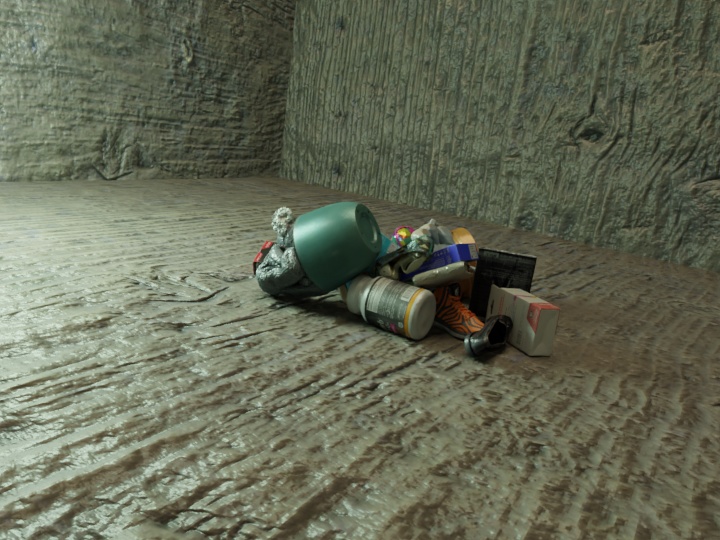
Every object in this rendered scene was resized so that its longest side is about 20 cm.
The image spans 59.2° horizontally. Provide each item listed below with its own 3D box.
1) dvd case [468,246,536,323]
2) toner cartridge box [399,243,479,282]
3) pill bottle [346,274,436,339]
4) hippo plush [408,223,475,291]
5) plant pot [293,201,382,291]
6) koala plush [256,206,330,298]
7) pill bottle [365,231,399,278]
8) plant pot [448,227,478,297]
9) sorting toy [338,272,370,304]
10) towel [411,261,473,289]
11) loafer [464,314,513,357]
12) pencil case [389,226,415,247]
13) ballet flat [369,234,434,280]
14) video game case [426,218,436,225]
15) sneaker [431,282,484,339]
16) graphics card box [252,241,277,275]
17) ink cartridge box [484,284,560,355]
[{"bbox_3d":[0.357,0.049,1.616,0.144,0.205,0.016,10,20,10],"label":"dvd case"},{"bbox_3d":[0.184,-0.017,1.564,0.197,0.044,0.094,-21,-11,39],"label":"toner cartridge box"},{"bbox_3d":[0.071,0.081,1.501,0.196,0.120,0.115,16,15,32],"label":"pill bottle"},{"bbox_3d":[0.199,-0.018,1.738,0.196,0.162,0.161,19,35,-18],"label":"hippo plush"},{"bbox_3d":[-0.042,-0.072,1.548,0.158,0.205,0.200,-22,0,26],"label":"plant pot"},{"bbox_3d":[-0.174,-0.048,1.622,0.180,0.205,0.176,-11,-28,33],"label":"koala plush"},{"bbox_3d":[0.018,-0.063,1.705,0.198,0.112,0.111,37,12,-6],"label":"pill bottle"},{"bbox_3d":[0.256,-0.010,1.870,0.136,0.206,0.200,-13,19,-14],"label":"plant pot"},{"bbox_3d":[0.000,0.000,1.746,0.182,0.037,0.203,-2,56,-38],"label":"sorting toy"},{"bbox_3d":[0.204,0.016,1.538,0.129,0.035,0.200,-18,-8,15],"label":"towel"},{"bbox_3d":[0.308,0.146,1.441,0.062,0.074,0.198,-23,-2,40],"label":"loafer"},{"bbox_3d":[0.104,-0.042,1.835,0.086,0.201,0.090,9,56,-13],"label":"pencil case"},{"bbox_3d":[0.095,-0.015,1.526,0.199,0.076,0.073,-35,-16,37],"label":"ballet flat"},{"bbox_3d":[0.161,-0.057,1.898,0.018,0.145,0.200,28,-22,-4],"label":"video game case"},{"bbox_3d":[0.240,0.095,1.545,0.197,0.115,0.077,18,16,37],"label":"sneaker"},{"bbox_3d":[-0.200,-0.022,1.832,0.194,0.052,0.126,9,31,8],"label":"graphics card box"},{"bbox_3d":[0.388,0.115,1.544,0.066,0.120,0.200,2,15,-24],"label":"ink cartridge box"}]
